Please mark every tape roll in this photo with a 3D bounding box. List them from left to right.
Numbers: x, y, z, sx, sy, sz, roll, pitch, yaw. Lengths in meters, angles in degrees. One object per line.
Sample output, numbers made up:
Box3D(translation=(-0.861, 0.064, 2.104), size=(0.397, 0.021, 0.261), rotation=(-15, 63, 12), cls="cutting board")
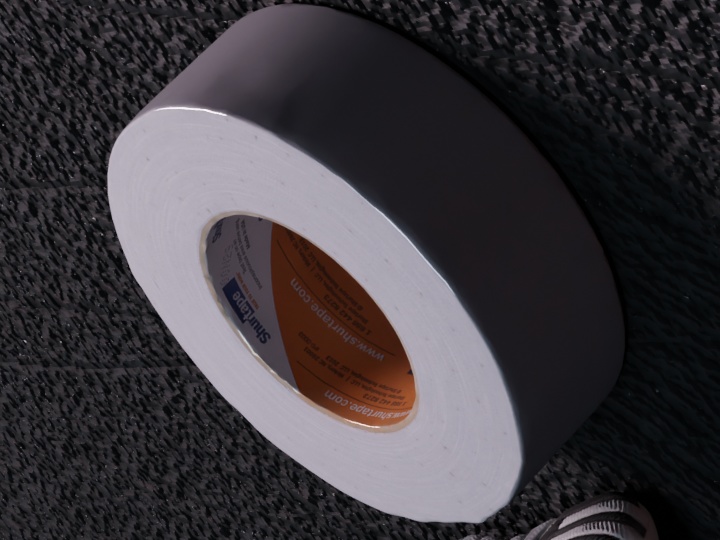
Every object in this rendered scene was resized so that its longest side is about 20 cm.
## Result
Box3D(translation=(0.000, 0.000, 1.110), size=(0.200, 0.066, 0.201), rotation=(33, 149, 23), cls="tape roll")

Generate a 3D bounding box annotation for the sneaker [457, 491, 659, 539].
Box3D(translation=(0.082, 0.164, 1.211), size=(0.116, 0.075, 0.200), rotation=(47, 151, -9), cls="sneaker")
